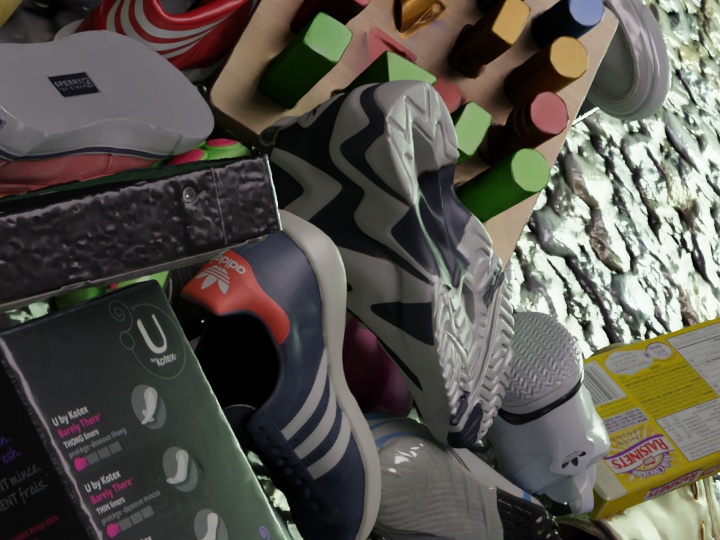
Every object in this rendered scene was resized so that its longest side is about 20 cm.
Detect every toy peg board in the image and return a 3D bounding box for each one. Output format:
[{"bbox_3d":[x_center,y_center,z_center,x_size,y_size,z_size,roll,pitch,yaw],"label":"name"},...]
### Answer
[{"bbox_3d":[0.049,-0.130,1.014,0.199,0.098,0.200,32,68,-13],"label":"toy peg board"}]

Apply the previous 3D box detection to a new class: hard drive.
[{"bbox_3d":[-0.149,-0.007,0.714,0.199,0.139,0.038,-16,99,-31],"label":"hard drive"}]

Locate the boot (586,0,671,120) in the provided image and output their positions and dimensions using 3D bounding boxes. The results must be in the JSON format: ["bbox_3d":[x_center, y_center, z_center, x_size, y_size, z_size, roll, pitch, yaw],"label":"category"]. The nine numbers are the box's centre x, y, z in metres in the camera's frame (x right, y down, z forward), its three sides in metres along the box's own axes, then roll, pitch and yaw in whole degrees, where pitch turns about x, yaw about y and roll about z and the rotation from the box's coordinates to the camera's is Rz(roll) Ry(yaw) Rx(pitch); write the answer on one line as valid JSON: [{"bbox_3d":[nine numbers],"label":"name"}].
[{"bbox_3d":[0.118,-0.181,1.153,0.095,0.074,0.201,-7,61,-49],"label":"boot"}]

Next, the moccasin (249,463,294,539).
[{"bbox_3d":[-0.052,0.166,0.829,0.201,0.080,0.068,56,9,-9],"label":"moccasin"}]

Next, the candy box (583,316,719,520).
[{"bbox_3d":[0.194,0.091,1.154,0.199,0.027,0.102,-13,53,-36],"label":"candy box"}]

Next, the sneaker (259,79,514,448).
[{"bbox_3d":[0.000,0.000,0.960,0.079,0.129,0.200,-43,121,-43],"label":"sneaker"}]

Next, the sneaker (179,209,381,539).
[{"bbox_3d":[-0.047,0.072,0.889,0.084,0.075,0.201,-33,126,-34],"label":"sneaker"}]

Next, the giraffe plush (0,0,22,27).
[{"bbox_3d":[-0.214,-0.193,0.847,0.162,0.172,0.201,39,72,-14],"label":"giraffe plush"}]

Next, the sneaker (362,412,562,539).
[{"bbox_3d":[0.049,0.134,1.015,0.200,0.072,0.072,42,-3,-42],"label":"sneaker"}]

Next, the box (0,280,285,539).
[{"bbox_3d":[-0.109,0.125,0.734,0.106,0.122,0.201,-22,85,-57],"label":"box"}]

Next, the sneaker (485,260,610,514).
[{"bbox_3d":[0.085,0.065,1.074,0.116,0.075,0.200,68,-9,-27],"label":"sneaker"}]

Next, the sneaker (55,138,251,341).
[{"bbox_3d":[-0.104,-0.008,0.918,0.200,0.076,0.084,-64,148,-56],"label":"sneaker"}]

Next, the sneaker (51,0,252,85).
[{"bbox_3d":[-0.081,-0.156,1.001,0.079,0.115,0.200,52,34,-14],"label":"sneaker"}]

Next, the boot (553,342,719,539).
[{"bbox_3d":[0.166,0.144,1.161,0.155,0.073,0.201,0,69,-52],"label":"boot"}]

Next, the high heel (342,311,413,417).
[{"bbox_3d":[-0.012,-0.012,1.032,0.096,0.067,0.202,25,61,-56],"label":"high heel"}]

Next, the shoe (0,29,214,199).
[{"bbox_3d":[-0.151,-0.059,0.862,0.072,0.091,0.200,51,22,10],"label":"shoe"}]

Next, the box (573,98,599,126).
[{"bbox_3d":[0.060,-0.116,1.173,0.123,0.106,0.200,59,32,-2],"label":"box"}]
